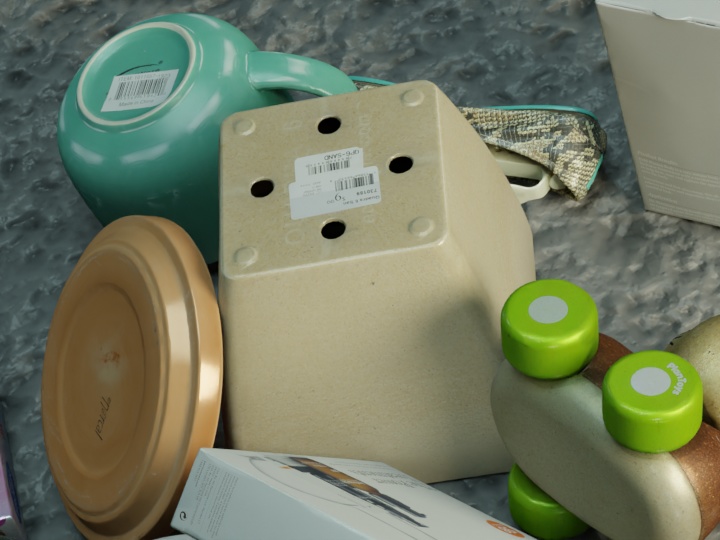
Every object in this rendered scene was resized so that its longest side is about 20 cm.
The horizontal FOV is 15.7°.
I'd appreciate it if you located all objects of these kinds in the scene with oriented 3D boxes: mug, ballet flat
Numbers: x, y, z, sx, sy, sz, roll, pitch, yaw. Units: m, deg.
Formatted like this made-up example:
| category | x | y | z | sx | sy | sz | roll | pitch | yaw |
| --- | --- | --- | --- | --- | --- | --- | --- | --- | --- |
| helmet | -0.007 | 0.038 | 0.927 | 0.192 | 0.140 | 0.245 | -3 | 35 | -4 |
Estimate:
| category | x | y | z | sx | sy | sz | roll | pitch | yaw |
| --- | --- | --- | --- | --- | --- | --- | --- | --- | --- |
| mug | -0.111 | -0.104 | 1.719 | 0.185 | 0.115 | 0.152 | -40 | 46 | -5 |
| ballet flat | 0.061 | -0.080 | 1.714 | 0.199 | 0.068 | 0.076 | 10 | 69 | 20 |

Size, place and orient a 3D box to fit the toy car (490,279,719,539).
| category | x | y | z | sx | sy | sz | roll | pitch | yaw |
| --- | --- | --- | --- | --- | --- | --- | --- | --- | --- |
| toy car | 0.190 | 0.065 | 1.492 | 0.200 | 0.165 | 0.158 | -33 | 49 | -27 |

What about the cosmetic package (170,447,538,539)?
| category | x | y | z | sx | sy | sz | roll | pitch | yaw |
| --- | --- | --- | --- | --- | --- | --- | --- | --- | --- |
| cosmetic package | 0.013 | 0.151 | 1.437 | 0.150 | 0.200 | 0.052 | 26 | 98 | 30 |

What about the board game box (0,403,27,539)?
| category | x | y | z | sx | sy | sz | roll | pitch | yaw |
| --- | --- | --- | --- | --- | --- | --- | --- | --- | --- |
| board game box | -0.322 | 0.122 | 1.650 | 0.199 | 0.041 | 0.200 | -19 | 48 | -1 |

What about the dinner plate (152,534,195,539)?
| category | x | y | z | sx | sy | sz | roll | pitch | yaw |
| --- | --- | --- | --- | --- | --- | --- | --- | --- | --- |
| dinner plate | -0.100 | 0.232 | 1.401 | 0.199 | 0.024 | 0.201 | -5 | 61 | 9 |

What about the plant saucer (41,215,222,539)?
| category | x | y | z | sx | sy | sz | roll | pitch | yaw |
| --- | --- | --- | --- | --- | --- | --- | --- | --- | --- |
| plant saucer | -0.144 | 0.067 | 1.560 | 0.032 | 0.201 | 0.201 | 5 | 38 | -32 |

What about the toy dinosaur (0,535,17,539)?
| category | x | y | z | sx | sy | sz | roll | pitch | yaw |
| --- | --- | --- | --- | --- | --- | --- | --- | --- | --- |
| toy dinosaur | -0.205 | 0.198 | 1.543 | 0.199 | 0.077 | 0.102 | 15 | 44 | 29 |

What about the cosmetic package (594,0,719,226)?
| category | x | y | z | sx | sy | sz | roll | pitch | yaw |
| --- | --- | --- | --- | --- | --- | --- | --- | --- | --- |
| cosmetic package | 0.220 | -0.117 | 1.605 | 0.106 | 0.201 | 0.090 | 16 | 55 | 26 |

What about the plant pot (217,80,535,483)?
| category | x | y | z | sx | sy | sz | roll | pitch | yaw |
| --- | --- | --- | --- | --- | --- | --- | --- | --- | --- |
| plant pot | 0.000 | 0.000 | 1.579 | 0.198 | 0.178 | 0.201 | -9 | 47 | 7 |
